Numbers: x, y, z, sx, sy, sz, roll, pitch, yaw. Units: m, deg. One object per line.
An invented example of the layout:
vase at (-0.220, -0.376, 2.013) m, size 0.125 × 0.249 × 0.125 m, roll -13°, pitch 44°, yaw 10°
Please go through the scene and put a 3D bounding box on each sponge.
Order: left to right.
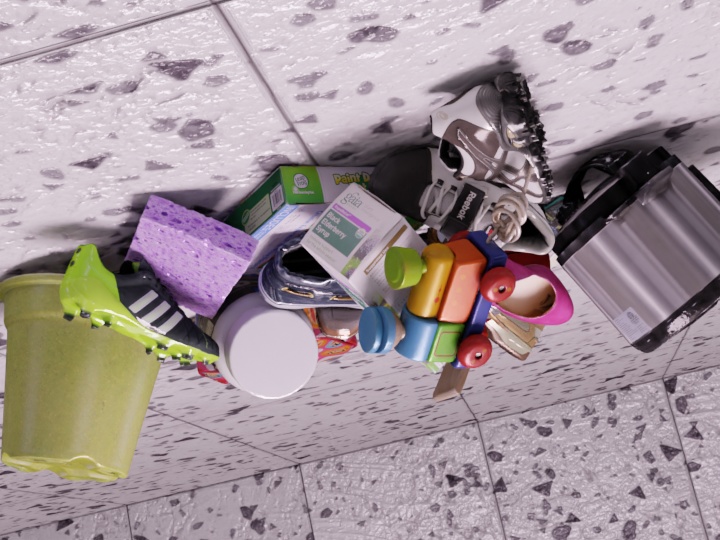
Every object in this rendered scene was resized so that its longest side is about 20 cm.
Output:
sponge at (-0.177, -0.008, 1.196) m, size 0.111 × 0.030 × 0.200 m, roll 22°, pitch 156°, yaw -10°

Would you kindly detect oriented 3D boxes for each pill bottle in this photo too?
pill bottle at (-0.115, 0.071, 1.324) m, size 0.113 × 0.114 × 0.200 m, roll -8°, pitch -169°, yaw -15°

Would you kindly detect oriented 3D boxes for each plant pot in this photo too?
plant pot at (-0.298, 0.122, 1.264) m, size 0.200 × 0.185 × 0.200 m, roll 5°, pitch 162°, yaw 2°

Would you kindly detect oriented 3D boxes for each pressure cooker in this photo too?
pressure cooker at (0.302, -0.036, 1.277) m, size 0.176 × 0.200 × 0.179 m, roll -46°, pitch 170°, yaw 26°

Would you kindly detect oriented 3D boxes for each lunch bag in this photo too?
lunch bag at (-0.106, 0.096, 1.588) m, size 0.199 × 0.082 × 0.176 m, roll -18°, pitch 164°, yaw 15°

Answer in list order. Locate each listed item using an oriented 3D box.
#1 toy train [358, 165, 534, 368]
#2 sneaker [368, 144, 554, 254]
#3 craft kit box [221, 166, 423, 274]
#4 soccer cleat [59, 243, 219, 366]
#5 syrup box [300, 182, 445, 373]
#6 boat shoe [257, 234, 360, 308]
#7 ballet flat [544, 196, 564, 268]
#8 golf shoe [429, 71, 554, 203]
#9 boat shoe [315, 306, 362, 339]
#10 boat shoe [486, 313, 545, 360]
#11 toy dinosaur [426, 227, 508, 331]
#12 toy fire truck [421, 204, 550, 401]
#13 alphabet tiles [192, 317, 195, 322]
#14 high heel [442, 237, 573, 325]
toy train at (0.073, -0.008, 1.061) m, size 0.115 × 0.085 × 0.201 m, roll 1°, pitch 119°, yaw -28°
sneaker at (0.105, -0.062, 1.138) m, size 0.199 × 0.089 × 0.074 m, roll 12°, pitch 113°, yaw -28°
craft kit box at (-0.036, -0.050, 1.229) m, size 0.197 × 0.049 × 0.200 m, roll 0°, pitch 160°, yaw -31°
soccer cleat at (-0.209, 0.037, 1.188) m, size 0.067 × 0.081 × 0.200 m, roll -6°, pitch 154°, yaw 40°
syrup box at (0.034, 0.010, 1.154) m, size 0.081 × 0.079 × 0.200 m, roll -49°, pitch 139°, yaw -5°
boat shoe at (0.000, 0.000, 1.218) m, size 0.200 × 0.071 × 0.091 m, roll -7°, pitch 165°, yaw -18°
ballet flat at (0.203, -0.025, 1.455) m, size 0.074 × 0.074 × 0.200 m, roll -4°, pitch 163°, yaw -29°
golf shoe at (0.120, -0.113, 1.080) m, size 0.094 × 0.078 × 0.200 m, roll -13°, pitch 154°, yaw 15°
boat shoe at (-0.015, 0.041, 1.338) m, size 0.075 × 0.072 × 0.200 m, roll 9°, pitch -161°, yaw 3°
boat shoe at (0.153, 0.031, 1.526) m, size 0.200 × 0.076 × 0.072 m, roll 37°, pitch 178°, yaw -21°
toy dinosaur at (0.125, -0.026, 1.250) m, size 0.106 × 0.201 × 0.060 m, roll 22°, pitch -149°, yaw 14°
toy fire truck at (0.136, 0.036, 1.367) m, size 0.128 × 0.201 × 0.176 m, roll -3°, pitch 162°, yaw -31°
alphabet tiles at (-0.168, 0.080, 1.650) m, size 0.166 × 0.006 × 0.200 m, roll -13°, pitch 164°, yaw 1°
high heel at (0.169, 0.027, 1.217) m, size 0.067 × 0.096 × 0.200 m, roll -45°, pitch 130°, yaw 10°
